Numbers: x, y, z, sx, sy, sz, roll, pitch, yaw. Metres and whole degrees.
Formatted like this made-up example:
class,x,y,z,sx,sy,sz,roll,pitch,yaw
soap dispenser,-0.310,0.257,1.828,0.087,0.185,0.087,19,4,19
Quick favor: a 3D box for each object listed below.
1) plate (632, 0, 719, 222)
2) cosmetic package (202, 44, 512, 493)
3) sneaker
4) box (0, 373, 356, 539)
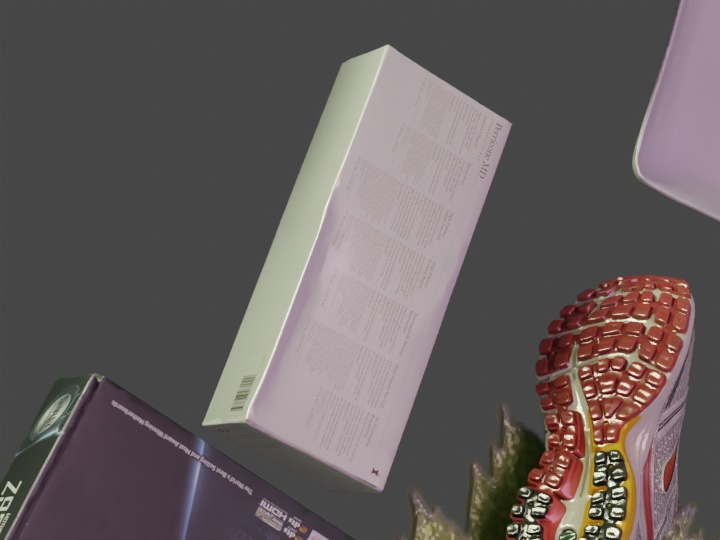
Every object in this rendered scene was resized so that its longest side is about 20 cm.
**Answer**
class,x,y,z,sx,sy,sz,roll,pitch,yaw
plate,0.244,-0.102,1.161,0.200,0.032,0.200,26,72,-27
cosmetic package,0.000,0.000,0.984,0.082,0.051,0.200,29,69,-24
sneaker,0.129,0.091,1.051,0.082,0.078,0.200,53,50,-48
box,-0.085,0.164,0.913,0.200,0.043,0.160,36,66,-23
